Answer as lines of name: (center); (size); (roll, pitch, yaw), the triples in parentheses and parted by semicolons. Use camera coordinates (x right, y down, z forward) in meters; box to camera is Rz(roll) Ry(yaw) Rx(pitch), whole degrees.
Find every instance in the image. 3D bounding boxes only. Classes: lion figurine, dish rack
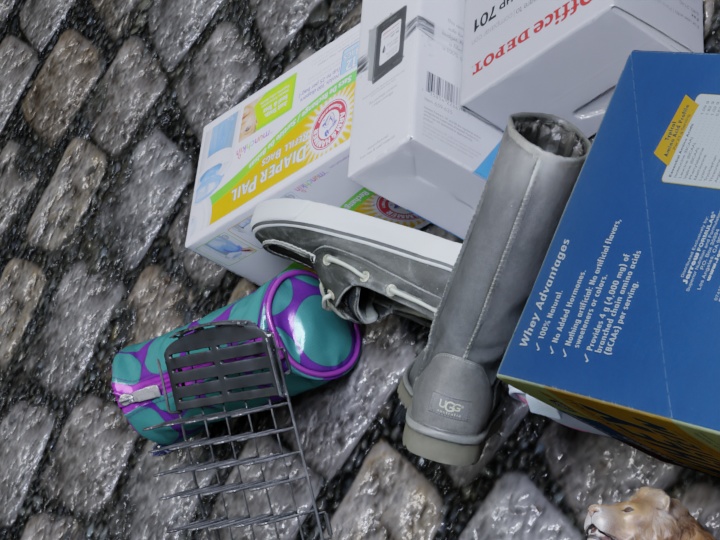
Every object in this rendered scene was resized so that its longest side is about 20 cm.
lion figurine: (0.191, 0.171, 1.140); (0.200, 0.072, 0.123); (2, 51, 41)
dish rack: (-0.089, 0.135, 1.508); (0.153, 0.055, 0.200); (-13, 90, 51)

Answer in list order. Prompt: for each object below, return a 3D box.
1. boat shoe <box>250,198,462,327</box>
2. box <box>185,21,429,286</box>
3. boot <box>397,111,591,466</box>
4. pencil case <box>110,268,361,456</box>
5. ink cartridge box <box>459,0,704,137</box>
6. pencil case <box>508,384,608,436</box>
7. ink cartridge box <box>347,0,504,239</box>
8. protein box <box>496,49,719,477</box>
boat shoe: (0.000, 0.000, 1.497); (0.200, 0.071, 0.064); (15, 77, 37)
box: (-0.022, -0.076, 1.604); (0.200, 0.101, 0.113); (-30, 44, 43)
boot: (0.079, 0.001, 1.338); (0.182, 0.072, 0.200); (-94, 16, -77)
pencil case: (-0.093, 0.065, 1.608); (0.200, 0.092, 0.085); (-25, 85, 43)
ink cartridge box: (0.144, -0.197, 1.468); (0.146, 0.086, 0.200); (-31, 41, 41)
pencil case: (0.155, -0.002, 1.295); (0.083, 0.091, 0.200); (19, 84, 22)
ink cartridge box: (0.061, -0.131, 1.511); (0.067, 0.116, 0.200); (-32, 42, 42)
protein box: (0.210, 0.004, 1.163); (0.200, 0.135, 0.199); (12, 77, 58)
